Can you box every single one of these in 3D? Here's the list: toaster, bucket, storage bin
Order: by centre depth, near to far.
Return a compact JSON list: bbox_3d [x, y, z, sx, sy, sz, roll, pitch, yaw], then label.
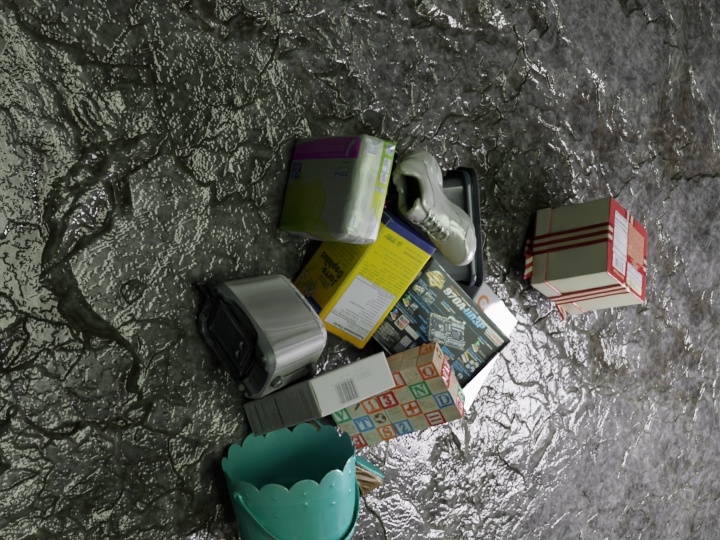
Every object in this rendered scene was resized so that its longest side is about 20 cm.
[{"bbox_3d":[-0.144,0.084,1.393,0.129,0.200,0.114,-13,143,-42],"label":"toaster"},{"bbox_3d":[-0.099,0.332,1.432,0.207,0.207,0.135,-19,111,-37],"label":"bucket"},{"bbox_3d":[0.119,-0.071,1.622,0.134,0.146,0.200,-5,99,-12],"label":"storage bin"}]

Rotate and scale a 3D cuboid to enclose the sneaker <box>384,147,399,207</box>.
[{"bbox_3d":[0.020,-0.120,1.545,0.074,0.087,0.200,11,86,-32],"label":"sneaker"}]

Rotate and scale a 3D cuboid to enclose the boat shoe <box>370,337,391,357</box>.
[{"bbox_3d":[0.034,0.066,1.593,0.072,0.072,0.200,-23,106,-27],"label":"boat shoe"}]

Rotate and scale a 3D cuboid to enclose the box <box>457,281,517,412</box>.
[{"bbox_3d":[0.170,0.128,1.697,0.124,0.097,0.200,46,67,-33],"label":"box"}]

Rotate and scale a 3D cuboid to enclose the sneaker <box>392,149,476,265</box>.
[{"bbox_3d":[0.105,-0.087,1.499,0.200,0.078,0.099,58,39,-3],"label":"sneaker"}]

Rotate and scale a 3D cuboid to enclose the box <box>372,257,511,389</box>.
[{"bbox_3d":[0.123,0.100,1.562,0.159,0.046,0.200,-45,104,-2],"label":"box"}]

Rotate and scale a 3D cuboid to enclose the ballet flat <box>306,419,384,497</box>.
[{"bbox_3d":[-0.040,0.317,1.572,0.072,0.068,0.200,-47,128,-3],"label":"ballet flat"}]

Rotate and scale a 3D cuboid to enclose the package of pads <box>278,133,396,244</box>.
[{"bbox_3d":[-0.040,-0.119,1.425,0.068,0.200,0.155,13,86,-34],"label":"package of pads"}]

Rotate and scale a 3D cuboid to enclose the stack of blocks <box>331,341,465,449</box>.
[{"bbox_3d":[0.053,0.202,1.532,0.115,0.200,0.059,61,22,-21],"label":"stack of blocks"}]

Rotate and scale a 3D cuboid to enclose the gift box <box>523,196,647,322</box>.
[{"bbox_3d":[0.424,-0.015,1.834,0.184,0.187,0.200,37,56,-38],"label":"gift box"}]

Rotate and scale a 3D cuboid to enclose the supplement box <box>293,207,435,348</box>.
[{"bbox_3d":[0.000,0.000,1.487,0.109,0.110,0.200,31,99,-38],"label":"supplement box"}]

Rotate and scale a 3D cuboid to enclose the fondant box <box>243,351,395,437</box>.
[{"bbox_3d":[-0.064,0.187,1.436,0.144,0.200,0.058,-17,85,-38],"label":"fondant box"}]
